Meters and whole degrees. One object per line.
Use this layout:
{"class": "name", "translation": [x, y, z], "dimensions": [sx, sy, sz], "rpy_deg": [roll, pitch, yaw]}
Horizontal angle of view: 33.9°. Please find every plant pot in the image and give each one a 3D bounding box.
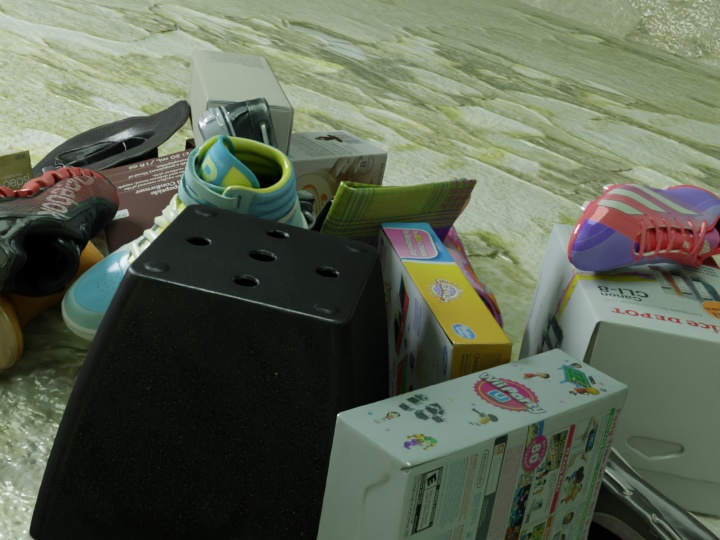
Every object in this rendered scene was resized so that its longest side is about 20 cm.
{"class": "plant pot", "translation": [-0.078, 0.070, 0.763], "dimensions": [0.198, 0.179, 0.200], "rpy_deg": [13, 22, 5]}

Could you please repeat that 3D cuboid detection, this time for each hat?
{"class": "hat", "translation": [-0.240, -0.091, 1.162], "dimensions": [0.199, 0.081, 0.201], "rpy_deg": [-21, 21, 8]}

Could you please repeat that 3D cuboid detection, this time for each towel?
{"class": "towel", "translation": [0.000, 0.000, 0.961], "dimensions": [0.143, 0.201, 0.023], "rpy_deg": [-9, 51, -38]}

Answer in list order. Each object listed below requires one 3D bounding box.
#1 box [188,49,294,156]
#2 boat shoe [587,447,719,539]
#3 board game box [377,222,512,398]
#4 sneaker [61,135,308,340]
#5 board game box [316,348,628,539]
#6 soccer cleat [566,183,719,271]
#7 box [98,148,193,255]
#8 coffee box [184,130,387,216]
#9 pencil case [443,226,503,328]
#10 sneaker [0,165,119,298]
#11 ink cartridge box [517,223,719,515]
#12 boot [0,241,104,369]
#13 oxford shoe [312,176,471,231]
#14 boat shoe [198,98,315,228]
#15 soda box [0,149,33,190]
{"class": "box", "translation": [-0.117, -0.152, 1.115], "dimensions": [0.081, 0.069, 0.200], "rpy_deg": [4, 22, -12]}
{"class": "boat shoe", "translation": [0.165, 0.163, 0.807], "dimensions": [0.199, 0.067, 0.057], "rpy_deg": [31, 24, 32]}
{"class": "board game box", "translation": [0.049, 0.073, 0.846], "dimensions": [0.040, 0.154, 0.200], "rpy_deg": [-1, 25, -13]}
{"class": "sneaker", "translation": [-0.131, -0.033, 0.857], "dimensions": [0.199, 0.131, 0.080], "rpy_deg": [-27, 60, -19]}
{"class": "board game box", "translation": [0.066, 0.142, 0.703], "dimensions": [0.199, 0.149, 0.064], "rpy_deg": [-10, 28, -43]}
{"class": "soccer cleat", "translation": [0.236, -0.030, 0.926], "dimensions": [0.076, 0.067, 0.199], "rpy_deg": [33, 28, 34]}
{"class": "box", "translation": [-0.165, -0.019, 1.006], "dimensions": [0.099, 0.075, 0.200], "rpy_deg": [-15, 38, -12]}
{"class": "coffee box", "translation": [-0.079, -0.072, 1.185], "dimensions": [0.199, 0.115, 0.080], "rpy_deg": [-10, 30, -39]}
{"class": "pencil case", "translation": [0.070, 0.012, 1.101], "dimensions": [0.087, 0.088, 0.200], "rpy_deg": [6, 23, -13]}
{"class": "sneaker", "translation": [-0.236, -0.027, 0.895], "dimensions": [0.098, 0.071, 0.200], "rpy_deg": [33, 21, 14]}
{"class": "ink cartridge box", "translation": [0.220, 0.073, 0.946], "dimensions": [0.144, 0.146, 0.200], "rpy_deg": [10, 23, -5]}
{"class": "boot", "translation": [-0.262, 0.012, 0.947], "dimensions": [0.143, 0.071, 0.201], "rpy_deg": [-7, 25, -38]}
{"class": "oxford shoe", "translation": [0.008, -0.041, 1.077], "dimensions": [0.199, 0.074, 0.071], "rpy_deg": [-31, 22, -7]}
{"class": "boat shoe", "translation": [-0.071, -0.049, 1.002], "dimensions": [0.070, 0.201, 0.072], "rpy_deg": [-21, 17, -3]}
{"class": "soda box", "translation": [-0.368, -0.062, 0.996], "dimensions": [0.199, 0.065, 0.068], "rpy_deg": [1, 14, 30]}
